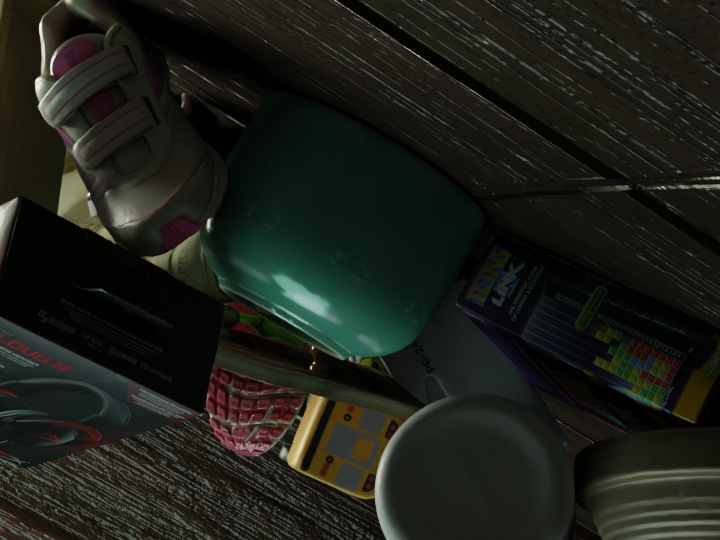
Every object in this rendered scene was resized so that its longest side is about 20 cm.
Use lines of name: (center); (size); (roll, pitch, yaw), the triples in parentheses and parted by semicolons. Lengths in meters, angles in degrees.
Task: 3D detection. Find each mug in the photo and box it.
mug: (-0.007, -0.010, 1.017); (0.185, 0.115, 0.152); (34, 172, -28)

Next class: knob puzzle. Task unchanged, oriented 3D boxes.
knob puzzle: (-0.063, 0.045, 1.092); (0.219, 0.031, 0.220); (16, -178, -1)

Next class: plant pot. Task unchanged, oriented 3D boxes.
plant pot: (0.224, 0.159, 1.004); (0.200, 0.093, 0.201); (4, 163, 1)

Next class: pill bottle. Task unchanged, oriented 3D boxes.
pill bottle: (0.075, 0.159, 1.050); (0.116, 0.116, 0.200); (28, 164, 18)

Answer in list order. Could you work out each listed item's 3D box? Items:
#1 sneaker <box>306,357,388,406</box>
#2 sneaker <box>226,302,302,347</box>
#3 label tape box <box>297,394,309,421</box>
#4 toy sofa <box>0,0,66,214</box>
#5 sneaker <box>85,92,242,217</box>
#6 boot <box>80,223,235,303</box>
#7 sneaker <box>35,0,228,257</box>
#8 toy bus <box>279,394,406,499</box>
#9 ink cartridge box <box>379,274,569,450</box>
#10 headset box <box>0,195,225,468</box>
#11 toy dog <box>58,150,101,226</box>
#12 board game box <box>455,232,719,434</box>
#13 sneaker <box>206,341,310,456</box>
sneaker: (-0.010, 0.088, 1.405); (0.074, 0.085, 0.200); (47, -160, -23)
sneaker: (-0.138, 0.044, 1.261); (0.199, 0.077, 0.084); (12, 129, 7)
label tape box: (-0.013, 0.085, 1.632); (0.200, 0.145, 0.063); (34, 170, -37)
toy sofa: (-0.228, -0.077, 1.069); (0.097, 0.201, 0.083); (-19, 143, 31)
sneaker: (-0.121, -0.084, 1.175); (0.078, 0.080, 0.200); (-10, -179, 23)
boot: (-0.121, -0.010, 1.198); (0.155, 0.073, 0.200); (-6, -171, 20)
sneaker: (-0.144, -0.088, 0.985); (0.088, 0.081, 0.200); (49, -174, -48)
toy bus: (-0.007, 0.115, 1.208); (0.078, 0.065, 0.200); (22, 178, 4)
ink cartridge box: (0.079, 0.091, 1.263); (0.145, 0.083, 0.200); (57, 179, 5)
headset box: (-0.187, 0.039, 0.977); (0.200, 0.075, 0.148); (-19, 142, 42)
toy dog: (-0.156, -0.016, 1.339); (0.139, 0.194, 0.200); (3, 148, 49)
board game box: (0.166, 0.062, 1.062); (0.165, 0.057, 0.200); (25, 172, 28)
sneaker: (-0.055, 0.046, 1.305); (0.080, 0.201, 0.075); (16, 172, 19)
